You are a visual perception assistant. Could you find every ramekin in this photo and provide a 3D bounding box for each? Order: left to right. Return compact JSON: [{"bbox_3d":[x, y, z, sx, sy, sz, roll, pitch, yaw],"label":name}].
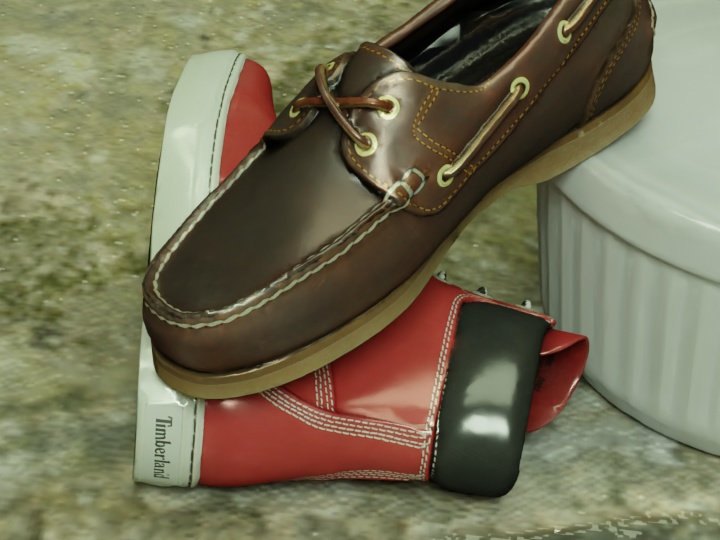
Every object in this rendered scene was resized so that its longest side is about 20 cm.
[{"bbox_3d":[0.150,-0.013,0.846,0.201,0.095,0.203,4,30,-2],"label":"ramekin"}]

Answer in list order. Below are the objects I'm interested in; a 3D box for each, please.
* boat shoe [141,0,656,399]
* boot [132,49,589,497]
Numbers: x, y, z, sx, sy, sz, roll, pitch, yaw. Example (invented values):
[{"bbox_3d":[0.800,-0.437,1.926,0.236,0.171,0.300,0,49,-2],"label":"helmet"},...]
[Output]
[{"bbox_3d":[0.010,-0.042,0.751,0.070,0.071,0.200,30,57,36],"label":"boat shoe"},{"bbox_3d":[0.000,0.000,0.827,0.143,0.073,0.201,3,39,-5],"label":"boot"}]
